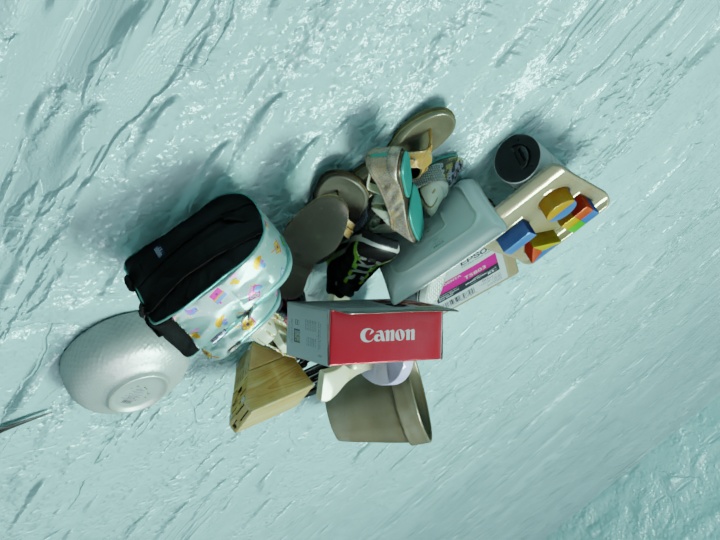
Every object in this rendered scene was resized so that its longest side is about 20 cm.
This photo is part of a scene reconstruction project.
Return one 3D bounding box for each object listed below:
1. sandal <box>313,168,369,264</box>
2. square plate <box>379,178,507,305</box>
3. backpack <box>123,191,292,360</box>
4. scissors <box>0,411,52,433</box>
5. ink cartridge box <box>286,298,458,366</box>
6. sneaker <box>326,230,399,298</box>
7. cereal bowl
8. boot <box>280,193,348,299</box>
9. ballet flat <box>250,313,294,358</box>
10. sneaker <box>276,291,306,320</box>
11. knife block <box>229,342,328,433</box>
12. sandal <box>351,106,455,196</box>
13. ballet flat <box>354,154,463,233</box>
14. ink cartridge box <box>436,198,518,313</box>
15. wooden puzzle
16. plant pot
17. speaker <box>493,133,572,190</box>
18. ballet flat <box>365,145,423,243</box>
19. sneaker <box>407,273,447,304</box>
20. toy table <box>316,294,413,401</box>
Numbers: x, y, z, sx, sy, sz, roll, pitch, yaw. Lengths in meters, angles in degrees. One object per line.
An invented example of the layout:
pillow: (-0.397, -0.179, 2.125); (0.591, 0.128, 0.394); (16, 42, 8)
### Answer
sandal: (-0.045, -0.066, 1.444); (0.081, 0.055, 0.200); (16, 137, -18)
square plate: (0.108, -0.054, 1.508); (0.199, 0.199, 0.029); (-34, 117, 8)
backpack: (-0.186, 0.003, 1.317); (0.200, 0.176, 0.153); (-43, 129, 2)
scissors: (-0.575, 0.255, 1.537); (0.198, 0.014, 0.073); (-11, 143, -31)
ink cartridge box: (0.017, 0.090, 1.464); (0.198, 0.085, 0.175); (-1, -176, -31)
sneaker: (0.000, 0.000, 1.498); (0.071, 0.084, 0.200); (17, 163, -17)
cereal bowl: (-0.345, 0.154, 1.511); (0.199, 0.084, 0.201); (-23, 150, -14)
boot: (-0.071, -0.049, 1.379); (0.073, 0.076, 0.200); (27, 135, -10)
ballet flat: (-0.144, 0.094, 1.611); (0.075, 0.064, 0.200); (-39, 148, 15)
sneaker: (-0.126, 0.009, 1.488); (0.080, 0.075, 0.200); (-31, 149, 5)
knife block: (-0.124, 0.202, 1.689); (0.174, 0.201, 0.064); (24, 127, -19)
sandal: (0.060, -0.152, 1.424); (0.200, 0.054, 0.080); (-38, 147, 17)
ballet flat: (0.076, -0.102, 1.500); (0.199, 0.072, 0.072); (-26, 150, -6)
ink cartridge box: (0.161, -0.011, 1.705); (0.199, 0.075, 0.165); (-29, 151, 1)
wooden puzzle: (0.290, -0.075, 1.589); (0.185, 0.047, 0.199); (-39, 148, 23)
plant pot: (0.029, 0.243, 1.889); (0.172, 0.202, 0.200); (-14, 151, 9)
speaker: (0.289, -0.148, 1.601); (0.081, 0.082, 0.199); (-40, 149, 18)
ballet flat: (0.045, -0.108, 1.400); (0.067, 0.069, 0.201); (4, 148, 15)
sneaker: (0.114, -0.041, 1.594); (0.201, 0.079, 0.079); (-61, 148, -21)
toy table: (-0.011, 0.124, 1.663); (0.116, 0.186, 0.199); (2, -179, -30)
